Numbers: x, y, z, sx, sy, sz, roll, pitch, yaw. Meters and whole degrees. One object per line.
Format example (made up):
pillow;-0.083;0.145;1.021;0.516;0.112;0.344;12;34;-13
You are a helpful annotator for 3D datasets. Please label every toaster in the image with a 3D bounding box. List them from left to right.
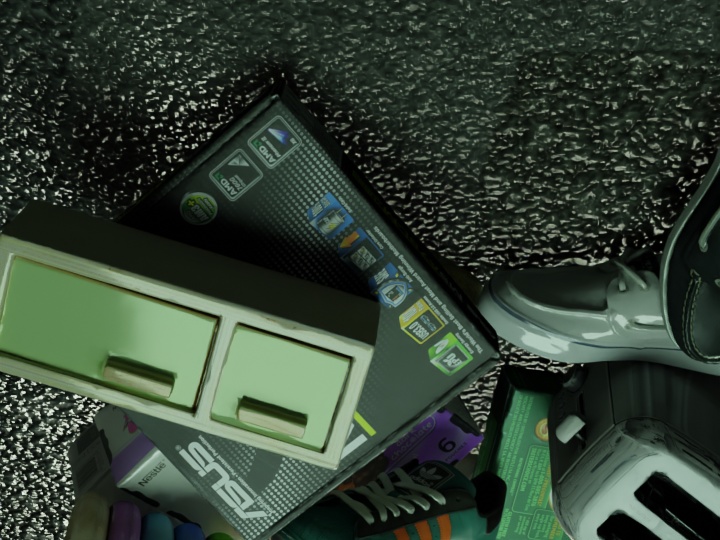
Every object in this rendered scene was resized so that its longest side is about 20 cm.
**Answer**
toaster;0.206;0.141;0.901;0.199;0.129;0.114;38;116;-6

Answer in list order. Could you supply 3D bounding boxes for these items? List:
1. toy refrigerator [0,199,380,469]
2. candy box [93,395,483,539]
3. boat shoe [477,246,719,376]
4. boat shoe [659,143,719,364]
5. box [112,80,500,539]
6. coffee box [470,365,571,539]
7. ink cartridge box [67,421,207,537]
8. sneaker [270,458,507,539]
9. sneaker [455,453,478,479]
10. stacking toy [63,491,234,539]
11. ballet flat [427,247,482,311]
toy refrigerator;-0.095;0.034;0.753;0.198;0.070;0.077;17;109;-3
candy box;-0.045;0.104;0.940;0.168;0.072;0.200;-44;131;11
boat shoe;0.173;0.016;0.882;0.198;0.074;0.066;5;129;-11
boat shoe;0.217;-0.021;0.783;0.075;0.061;0.201;1;125;-7
box;-0.054;0.029;0.809;0.193;0.048;0.200;-38;104;12
coffee box;0.182;0.145;1.015;0.198;0.044;0.124;9;108;-11
ink cartridge box;-0.123;0.198;1.006;0.050;0.161;0.200;-41;103;-7
sneaker;0.023;0.155;0.912;0.199;0.071;0.081;13;103;-52
sneaker;0.149;0.164;1.075;0.198;0.076;0.081;14;128;-19
stacking toy;-0.088;0.199;0.885;0.198;0.086;0.086;14;141;-12
ballet flat;0.000;0.000;0.859;0.199;0.071;0.071;29;135;-30
